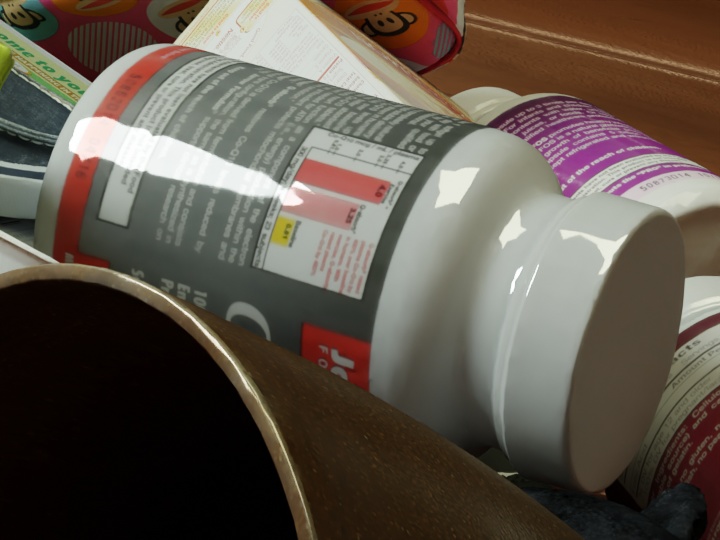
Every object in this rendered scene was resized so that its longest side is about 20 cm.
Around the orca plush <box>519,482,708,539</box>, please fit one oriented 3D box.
[{"bbox_3d":[0.080,0.098,0.738,0.071,0.106,0.200,-33,3,-16],"label":"orca plush"}]

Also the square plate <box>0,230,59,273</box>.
[{"bbox_3d":[-0.147,0.001,0.774,0.197,0.029,0.200,27,-12,20],"label":"square plate"}]

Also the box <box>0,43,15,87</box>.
[{"bbox_3d":[-0.205,-0.087,0.735,0.199,0.048,0.122,30,-12,-8],"label":"box"}]

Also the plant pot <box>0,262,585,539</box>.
[{"bbox_3d":[-0.008,0.109,0.553,0.199,0.188,0.186,16,10,-46],"label":"plant pot"}]

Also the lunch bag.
[{"bbox_3d":[-0.050,-0.124,1.106,0.199,0.082,0.176,-16,-39,31],"label":"lunch bag"}]

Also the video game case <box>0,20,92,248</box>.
[{"bbox_3d":[-0.155,-0.059,0.935,0.199,0.022,0.182,34,21,21],"label":"video game case"}]

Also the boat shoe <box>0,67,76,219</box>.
[{"bbox_3d":[-0.165,-0.090,0.829,0.199,0.091,0.071,22,21,-12],"label":"boat shoe"}]

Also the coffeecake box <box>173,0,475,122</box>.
[{"bbox_3d":[0.022,-0.029,0.994,0.153,0.073,0.200,34,10,-40],"label":"coffeecake box"}]

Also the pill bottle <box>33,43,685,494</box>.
[{"bbox_3d":[0.000,0.000,0.812,0.199,0.117,0.116,16,16,26],"label":"pill bottle"}]

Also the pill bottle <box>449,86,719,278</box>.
[{"bbox_3d":[0.101,-0.017,1.124,0.111,0.113,0.200,3,20,-30],"label":"pill bottle"}]

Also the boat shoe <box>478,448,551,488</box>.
[{"bbox_3d":[-0.018,0.048,0.912,0.200,0.064,0.074,21,15,20],"label":"boat shoe"}]

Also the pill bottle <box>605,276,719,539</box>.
[{"bbox_3d":[0.150,0.079,0.842,0.113,0.115,0.200,8,17,-16],"label":"pill bottle"}]
